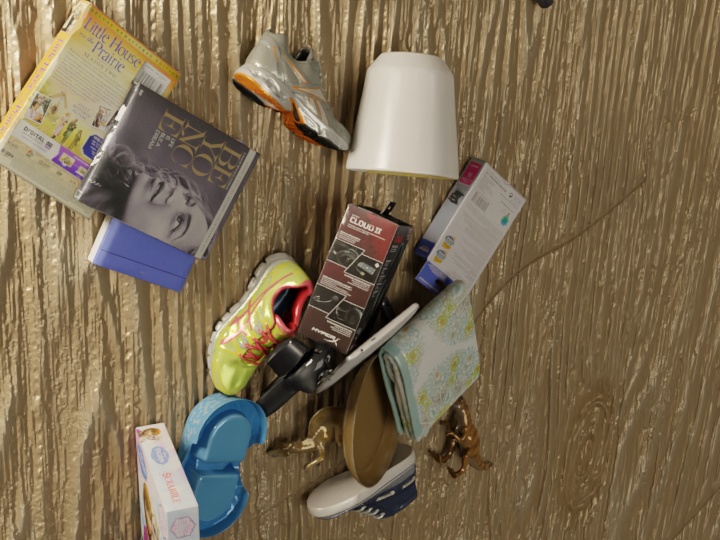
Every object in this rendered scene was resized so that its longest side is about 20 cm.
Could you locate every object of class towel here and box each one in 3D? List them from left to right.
[{"bbox_3d":[0.104,0.134,1.755,0.171,0.048,0.201,-44,140,-30],"label":"towel"}]

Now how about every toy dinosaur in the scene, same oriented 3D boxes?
[{"bbox_3d":[-0.035,0.225,1.717,0.200,0.058,0.102,-39,131,-18],"label":"toy dinosaur"},{"bbox_3d":[0.173,0.287,1.922,0.106,0.060,0.201,-38,129,-23],"label":"toy dinosaur"}]

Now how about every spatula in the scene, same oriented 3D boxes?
[{"bbox_3d":[0.067,0.114,1.779,0.201,0.020,0.057,61,40,-33],"label":"spatula"}]

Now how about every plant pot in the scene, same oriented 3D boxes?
[{"bbox_3d":[0.017,0.210,1.728,0.200,0.027,0.202,7,90,-68],"label":"plant pot"}]

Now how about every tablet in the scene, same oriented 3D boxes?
[{"bbox_3d":[0.007,0.110,1.643,0.130,0.200,0.014,-37,84,-22],"label":"tablet"}]

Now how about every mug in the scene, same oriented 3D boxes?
[{"bbox_3d":[0.057,-0.202,1.579,0.148,0.187,0.155,4,93,-9],"label":"mug"}]

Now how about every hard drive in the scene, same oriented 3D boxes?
[{"bbox_3d":[-0.231,-0.085,1.442,0.131,0.025,0.202,21,94,-43],"label":"hard drive"}]

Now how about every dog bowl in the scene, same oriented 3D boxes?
[{"bbox_3d":[-0.195,0.255,1.602,0.111,0.049,0.202,7,106,-41],"label":"dog bowl"}]

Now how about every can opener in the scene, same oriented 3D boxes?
[{"bbox_3d":[-0.092,0.142,1.572,0.063,0.079,0.200,-41,175,-35],"label":"can opener"}]

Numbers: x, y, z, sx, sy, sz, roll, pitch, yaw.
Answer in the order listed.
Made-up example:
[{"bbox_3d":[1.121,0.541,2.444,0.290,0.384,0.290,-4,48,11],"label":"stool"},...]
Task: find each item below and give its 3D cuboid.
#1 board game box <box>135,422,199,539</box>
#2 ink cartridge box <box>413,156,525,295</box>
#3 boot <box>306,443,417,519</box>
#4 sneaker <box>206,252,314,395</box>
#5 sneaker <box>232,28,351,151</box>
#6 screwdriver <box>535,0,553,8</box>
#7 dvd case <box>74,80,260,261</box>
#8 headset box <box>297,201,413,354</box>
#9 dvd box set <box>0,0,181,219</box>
[{"bbox_3d":[-0.239,0.327,1.495,0.041,0.200,0.202,-7,114,-19],"label":"board game box"},{"bbox_3d":[0.154,-0.053,1.772,0.119,0.042,0.201,36,82,-43],"label":"ink cartridge box"},{"bbox_3d":[0.010,0.343,1.798,0.199,0.072,0.091,-24,117,-32],"label":"boot"},{"bbox_3d":[-0.127,0.076,1.555,0.078,0.090,0.201,27,91,-44],"label":"sneaker"},{"bbox_3d":[-0.066,-0.222,1.493,0.200,0.075,0.093,37,77,-46],"label":"sneaker"},{"bbox_3d":[0.219,-0.438,1.669,0.029,0.028,0.200,-35,132,14],"label":"screwdriver"},{"bbox_3d":[-0.221,-0.111,1.406,0.199,0.016,0.150,28,90,-45],"label":"dvd case"},{"bbox_3d":[0.000,0.000,1.592,0.149,0.077,0.202,-4,118,-80],"label":"headset box"},{"bbox_3d":[-0.307,-0.176,1.334,0.146,0.029,0.201,34,86,-44],"label":"dvd box set"}]
